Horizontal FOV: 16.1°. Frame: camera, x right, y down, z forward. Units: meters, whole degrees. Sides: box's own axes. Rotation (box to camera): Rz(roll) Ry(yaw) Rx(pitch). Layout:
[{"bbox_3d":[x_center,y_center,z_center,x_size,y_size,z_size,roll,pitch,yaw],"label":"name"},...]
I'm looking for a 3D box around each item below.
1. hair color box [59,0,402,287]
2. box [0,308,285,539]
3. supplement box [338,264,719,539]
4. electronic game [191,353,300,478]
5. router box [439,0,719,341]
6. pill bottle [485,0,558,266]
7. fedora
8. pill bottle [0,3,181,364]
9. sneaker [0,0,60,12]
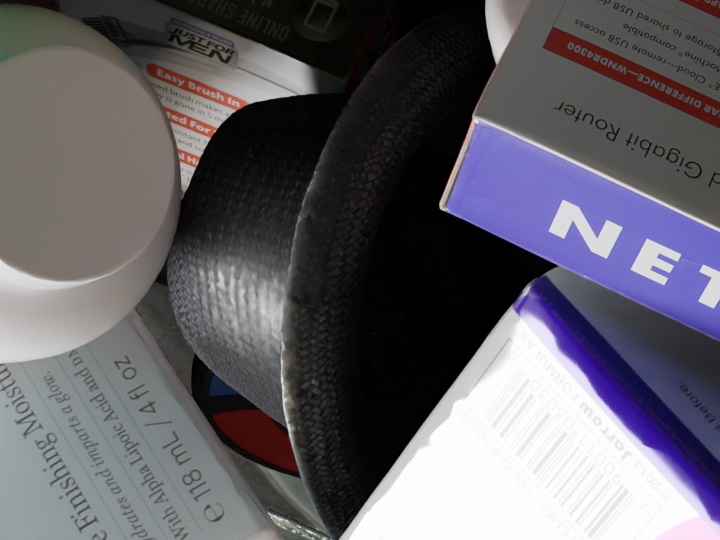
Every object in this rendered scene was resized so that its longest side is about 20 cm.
[{"bbox_3d":[-0.050,-0.060,0.956,0.111,0.064,0.200,23,153,7],"label":"hair color box"},{"bbox_3d":[-0.111,0.102,0.988,0.199,0.130,0.200,54,172,32],"label":"box"},{"bbox_3d":[0.061,0.088,0.738,0.101,0.103,0.200,48,130,16],"label":"supplement box"},{"bbox_3d":[0.033,0.042,1.004,0.199,0.042,0.200,-3,152,-2],"label":"electronic game"},{"bbox_3d":[0.146,-0.054,0.667,0.200,0.180,0.049,26,152,4],"label":"router box"},{"bbox_3d":[0.112,-0.031,0.809,0.112,0.112,0.200,13,150,25],"label":"pill bottle"},{"bbox_3d":[0.000,0.000,0.844,0.091,0.201,0.201,16,150,28],"label":"fedora"},{"bbox_3d":[-0.126,-0.024,0.822,0.111,0.111,0.200,37,162,-18],"label":"pill bottle"},{"bbox_3d":[-0.139,-0.135,0.895,0.105,0.075,0.200,-42,145,19],"label":"sneaker"}]
